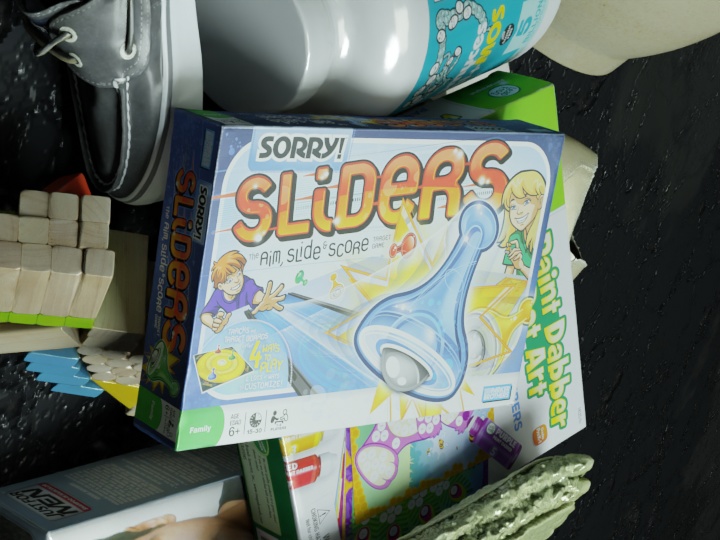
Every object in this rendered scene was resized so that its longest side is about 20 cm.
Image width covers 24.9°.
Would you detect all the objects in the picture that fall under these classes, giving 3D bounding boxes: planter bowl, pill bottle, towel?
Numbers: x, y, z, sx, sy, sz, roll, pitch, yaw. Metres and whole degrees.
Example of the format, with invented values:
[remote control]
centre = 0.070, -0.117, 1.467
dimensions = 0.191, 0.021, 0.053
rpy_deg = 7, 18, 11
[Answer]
[planter bowl]
centre = 0.135, -0.192, 0.884
dimensions = 0.135, 0.200, 0.200
rpy_deg = -49, 164, 30
[pill bottle]
centre = 0.005, -0.128, 0.759
dimensions = 0.200, 0.111, 0.111
rpy_deg = -30, 137, -49
[towel]
centre = 0.023, 0.165, 0.819
dimensions = 0.200, 0.036, 0.148
rpy_deg = -27, 158, -33

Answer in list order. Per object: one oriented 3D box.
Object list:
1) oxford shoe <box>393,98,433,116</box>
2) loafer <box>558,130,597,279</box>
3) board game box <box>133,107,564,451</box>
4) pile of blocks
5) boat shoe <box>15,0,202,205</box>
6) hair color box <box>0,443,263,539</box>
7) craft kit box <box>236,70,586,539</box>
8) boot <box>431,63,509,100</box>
[oxford shoe]
centre = -0.022, -0.012, 0.846
dimensions = 0.070, 0.075, 0.200
rpy_deg = 20, 95, -64
[loafer]
centre = 0.115, -0.003, 1.092
dimensions = 0.076, 0.068, 0.200
rpy_deg = -99, -163, -62
[board game box]
centre = 0.000, 0.000, 0.710
dimensions = 0.200, 0.034, 0.136
rpy_deg = -4, 109, -42
[pile of blocks]
centre = -0.122, 0.008, 0.708
dimensions = 0.200, 0.082, 0.062
rpy_deg = 67, 20, -65
[boat shoe]
centre = -0.102, -0.112, 0.630
dimensions = 0.066, 0.070, 0.200
rpy_deg = -18, 133, -35
[hair color box]
centre = -0.085, 0.139, 0.804
dimensions = 0.200, 0.061, 0.099
rpy_deg = -11, 111, -41
[craft kit box]
centre = 0.023, 0.028, 0.796
dimensions = 0.197, 0.048, 0.200
rpy_deg = -29, 121, -35
[boot]
centre = 0.027, -0.061, 0.918
dimensions = 0.073, 0.090, 0.200
rpy_deg = 40, 47, -41
